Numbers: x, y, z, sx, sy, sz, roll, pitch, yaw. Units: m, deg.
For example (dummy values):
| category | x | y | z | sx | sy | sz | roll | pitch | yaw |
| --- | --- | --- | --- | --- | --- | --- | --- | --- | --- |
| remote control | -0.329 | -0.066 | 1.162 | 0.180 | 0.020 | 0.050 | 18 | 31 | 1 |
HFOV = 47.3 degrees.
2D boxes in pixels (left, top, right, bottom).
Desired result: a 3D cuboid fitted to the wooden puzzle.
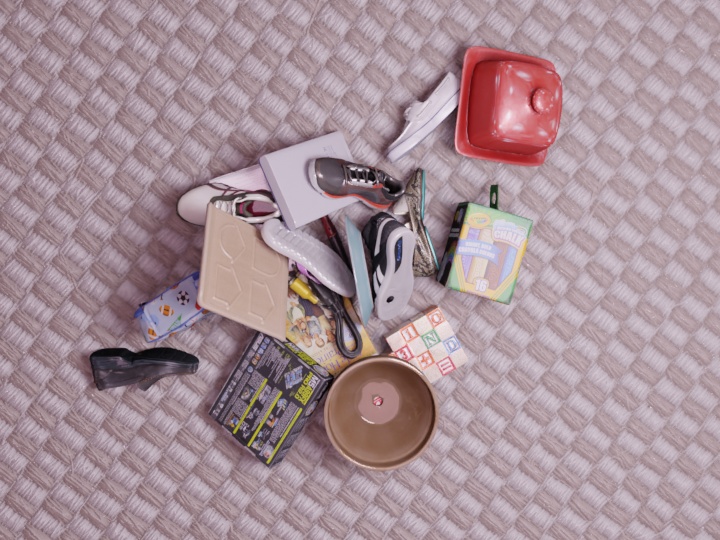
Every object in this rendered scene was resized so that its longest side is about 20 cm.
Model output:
| category | x | y | z | sx | sy | sz | roll | pitch | yaw |
| --- | --- | --- | --- | --- | --- | --- | --- | --- | --- |
| wooden puzzle | -0.197 | 0.008 | 1.364 | 0.046 | 0.200 | 0.187 | -22 | 54 | 33 |

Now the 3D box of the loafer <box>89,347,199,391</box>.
| category | x | y | z | sx | sy | sz | roll | pitch | yaw |
| --- | --- | --- | --- | --- | --- | --- | --- | --- | --- |
| loafer | -0.390 | 0.183 | 1.497 | 0.198 | 0.073 | 0.073 | 1 | 102 | 6 |

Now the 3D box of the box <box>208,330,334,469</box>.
| category | x | y | z | sx | sy | sz | roll | pitch | yaw |
| --- | --- | --- | --- | --- | --- | --- | --- | --- | --- |
| box | -0.162 | 0.225 | 1.473 | 0.160 | 0.044 | 0.201 | 36 | 103 | 19 |

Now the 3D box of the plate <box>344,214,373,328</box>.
| category | x | y | z | sx | sy | sz | roll | pitch | yaw |
| --- | --- | --- | --- | --- | --- | --- | --- | --- | --- |
| plate | 0.000 | 0.000 | 1.438 | 0.025 | 0.200 | 0.202 | -9 | 94 | 1 |

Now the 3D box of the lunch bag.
| category | x | y | z | sx | sy | sz | roll | pitch | yaw |
| --- | --- | --- | --- | --- | --- | --- | --- | --- | --- |
| lunch bag | -0.290 | 0.053 | 1.437 | 0.199 | 0.160 | 0.076 | -28 | 89 | 20 |

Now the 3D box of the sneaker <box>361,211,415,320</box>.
| category | x | y | z | sx | sy | sz | roll | pitch | yaw |
| --- | --- | --- | --- | --- | --- | --- | --- | --- | --- |
| sneaker | 0.045 | -0.016 | 1.511 | 0.073 | 0.112 | 0.201 | -11 | 129 | -28 |

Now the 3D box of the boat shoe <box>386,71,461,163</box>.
| category | x | y | z | sx | sy | sz | roll | pitch | yaw |
| --- | --- | --- | --- | --- | --- | --- | --- | --- | --- |
| boat shoe | 0.112 | -0.280 | 1.502 | 0.200 | 0.074 | 0.065 | -44 | 91 | -11 |

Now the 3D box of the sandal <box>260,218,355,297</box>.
| category | x | y | z | sx | sy | sz | roll | pitch | yaw |
| --- | --- | --- | --- | --- | --- | --- | --- | --- | --- |
| sandal | -0.092 | -0.019 | 1.427 | 0.202 | 0.083 | 0.050 | 38 | 127 | -17 |

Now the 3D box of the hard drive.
| category | x | y | z | sx | sy | sz | roll | pitch | yaw |
| --- | --- | --- | --- | --- | --- | --- | --- | --- | --- |
| hard drive | -0.079 | -0.162 | 1.448 | 0.199 | 0.025 | 0.133 | -28 | 96 | -46 |

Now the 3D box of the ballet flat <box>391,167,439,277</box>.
| category | x | y | z | sx | sy | sz | roll | pitch | yaw |
| --- | --- | --- | --- | --- | --- | --- | --- | --- | --- |
| ballet flat | 0.096 | -0.085 | 1.511 | 0.075 | 0.068 | 0.202 | -8 | 97 | 6 |

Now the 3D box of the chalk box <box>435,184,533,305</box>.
| category | x | y | z | sx | sy | sz | roll | pitch | yaw |
| --- | --- | --- | --- | --- | --- | --- | --- | --- | --- |
| chalk box | 0.228 | -0.054 | 1.488 | 0.123 | 0.125 | 0.202 | 16 | 93 | -4 |

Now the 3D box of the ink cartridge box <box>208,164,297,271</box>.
| category | x | y | z | sx | sy | sz | roll | pitch | yaw |
| --- | --- | --- | --- | --- | --- | --- | --- | --- | --- |
| ink cartridge box | -0.193 | -0.084 | 1.500 | 0.108 | 0.050 | 0.202 | -18 | 95 | -3 |

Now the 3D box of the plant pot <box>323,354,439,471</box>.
| category | x | y | z | sx | sy | sz | roll | pitch | yaw |
| --- | --- | --- | --- | --- | --- | --- | --- | --- | --- |
| plant pot | 0.035 | 0.243 | 1.450 | 0.199 | 0.093 | 0.203 | 0 | 96 | -3 |

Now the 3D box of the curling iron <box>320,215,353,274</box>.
| category | x | y | z | sx | sy | sz | roll | pitch | yaw |
| --- | --- | --- | --- | --- | --- | --- | --- | --- | --- |
| curling iron | -0.048 | -0.074 | 1.514 | 0.049 | 0.025 | 0.202 | -14 | 94 | 36 |

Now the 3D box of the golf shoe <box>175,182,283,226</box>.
| category | x | y | z | sx | sy | sz | roll | pitch | yaw |
| --- | --- | --- | --- | --- | --- | --- | --- | --- | --- |
| golf shoe | -0.225 | -0.115 | 1.427 | 0.198 | 0.088 | 0.078 | -1 | 95 | -3 |

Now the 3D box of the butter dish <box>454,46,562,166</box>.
| category | x | y | z | sx | sy | sz | roll | pitch | yaw |
| --- | --- | --- | --- | --- | --- | --- | --- | --- | --- |
| butter dish | 0.286 | -0.292 | 1.451 | 0.198 | 0.148 | 0.201 | 5 | 94 | -22 |

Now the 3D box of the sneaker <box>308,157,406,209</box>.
| category | x | y | z | sx | sy | sz | roll | pitch | yaw |
| --- | --- | --- | --- | --- | --- | --- | --- | --- | --- |
| sneaker | 0.000 | -0.165 | 1.447 | 0.199 | 0.082 | 0.078 | 10 | 69 | -41 |

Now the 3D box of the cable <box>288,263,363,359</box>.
| category | x | y | z | sx | sy | sz | roll | pitch | yaw |
| --- | --- | --- | --- | --- | --- | --- | --- | --- | --- |
| cable | -0.050 | 0.061 | 1.474 | 0.097 | 0.050 | 0.201 | -34 | 91 | -29 |

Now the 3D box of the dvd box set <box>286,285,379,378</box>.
| category | x | y | z | sx | sy | sz | roll | pitch | yaw |
| --- | --- | --- | --- | --- | --- | --- | --- | --- | --- |
| dvd box set | -0.072 | 0.107 | 1.496 | 0.146 | 0.029 | 0.201 | -28 | 78 | 3 |

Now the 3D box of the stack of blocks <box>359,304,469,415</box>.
| category | x | y | z | sx | sy | sz | roll | pitch | yaw |
| --- | --- | --- | --- | --- | --- | --- | --- | --- | --- |
| stack of blocks | 0.085 | 0.164 | 1.524 | 0.199 | 0.059 | 0.116 | -31 | 94 | -1 |
